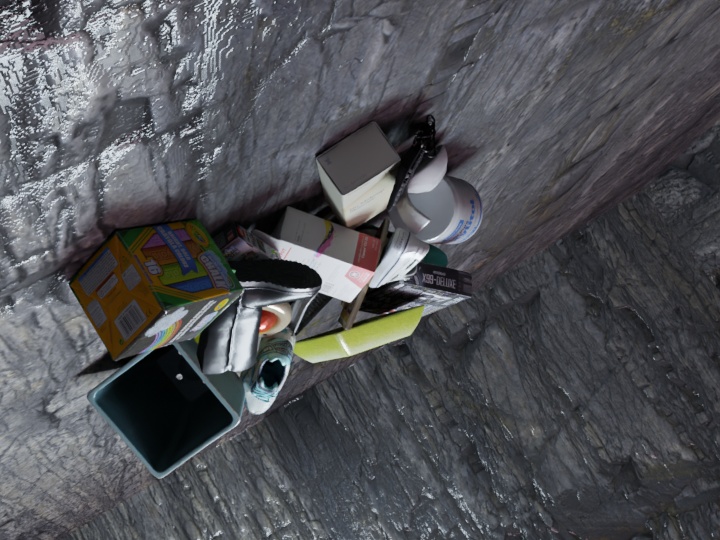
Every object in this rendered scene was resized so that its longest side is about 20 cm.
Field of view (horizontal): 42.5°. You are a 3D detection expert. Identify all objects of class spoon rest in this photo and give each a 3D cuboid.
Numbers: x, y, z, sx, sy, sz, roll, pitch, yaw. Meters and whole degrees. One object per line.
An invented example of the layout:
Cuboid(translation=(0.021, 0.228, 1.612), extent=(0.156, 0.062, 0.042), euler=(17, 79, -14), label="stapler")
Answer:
Cuboid(translation=(0.099, -0.144, 1.535), extent=(0.099, 0.061, 0.200), euler=(-43, -162, 36), label="spoon rest")

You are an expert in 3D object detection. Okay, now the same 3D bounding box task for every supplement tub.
Cuboid(translation=(0.143, -0.114, 1.716), extent=(0.132, 0.132, 0.200), euler=(-37, 169, 19), label="supplement tub")

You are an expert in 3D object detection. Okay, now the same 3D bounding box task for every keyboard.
Cuboid(translation=(0.088, -0.161, 1.374), extent=(0.200, 0.040, 0.104), euler=(-63, 171, -59), label="keyboard")

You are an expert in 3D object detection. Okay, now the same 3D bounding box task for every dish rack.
Cuboid(translation=(-0.065, 0.021, 1.681), extent=(0.200, 0.044, 0.172), euler=(-47, 173, -31), label="dish rack")

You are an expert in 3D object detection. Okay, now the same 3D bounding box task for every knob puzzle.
Cuboid(translation=(0.000, 0.000, 1.597), extent=(0.220, 0.030, 0.220), euler=(-157, -90, -85), label="knob puzzle")

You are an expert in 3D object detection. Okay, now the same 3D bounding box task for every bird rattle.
Cuboid(translation=(-0.195, 0.063, 1.557), extent=(0.163, 0.113, 0.200), euler=(10, 138, -26), label="bird rattle")

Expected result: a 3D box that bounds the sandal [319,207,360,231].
Cuboid(translation=(-0.014, -0.090, 1.581), extent=(0.200, 0.055, 0.082), euler=(-32, 168, -8), label="sandal")

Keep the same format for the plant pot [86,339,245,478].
Cuboid(translation=(-0.322, 0.207, 1.652), extent=(0.196, 0.196, 0.200), euler=(-36, -171, 14), label="plant pot")

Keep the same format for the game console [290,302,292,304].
Cuboid(translation=(-0.102, 0.012, 1.700), extent=(0.177, 0.031, 0.200), euler=(-49, 172, -15), label="game console")

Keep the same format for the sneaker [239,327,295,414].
Cuboid(translation=(-0.175, 0.197, 1.670), extent=(0.086, 0.078, 0.200), euler=(-91, -162, -53), label="sneaker")

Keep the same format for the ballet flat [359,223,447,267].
Cuboid(translation=(0.062, -0.039, 1.719), extent=(0.067, 0.200, 0.070), euler=(-69, 159, -8), label="ballet flat")

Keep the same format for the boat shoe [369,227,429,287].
Cuboid(translation=(0.061, -0.007, 1.548), extent=(0.200, 0.067, 0.074), euler=(128, -16, -71), label="boat shoe")

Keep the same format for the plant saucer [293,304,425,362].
Cuboid(translation=(-0.006, 0.121, 1.685), extent=(0.200, 0.048, 0.200), euler=(-15, 178, -33), label="plant saucer")

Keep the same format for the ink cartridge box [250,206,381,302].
Cuboid(translation=(-0.083, -0.030, 1.458), extent=(0.116, 0.200, 0.068), euler=(130, -24, -55), label="ink cartridge box")

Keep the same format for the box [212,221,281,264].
Cuboid(translation=(-0.225, 0.019, 1.389), extent=(0.200, 0.035, 0.110), euler=(-36, 138, 15), label="box")

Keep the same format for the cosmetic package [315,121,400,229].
Cuboid(translation=(-0.001, -0.135, 1.386), extent=(0.104, 0.073, 0.200), euler=(-33, 170, -5), label="cosmetic package")

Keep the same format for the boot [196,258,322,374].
Cuboid(translation=(-0.156, 0.077, 1.399), extent=(0.165, 0.066, 0.200), euler=(6, 128, -13), label="boot")

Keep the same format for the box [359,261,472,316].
Cuboid(translation=(0.086, 0.039, 1.718), extent=(0.158, 0.050, 0.200), euler=(11, 159, -28), label="box")

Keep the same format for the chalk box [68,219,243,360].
Cuboid(translation=(-0.251, 0.018, 1.220), extent=(0.125, 0.124, 0.200), euler=(-41, 167, 29), label="chalk box")
